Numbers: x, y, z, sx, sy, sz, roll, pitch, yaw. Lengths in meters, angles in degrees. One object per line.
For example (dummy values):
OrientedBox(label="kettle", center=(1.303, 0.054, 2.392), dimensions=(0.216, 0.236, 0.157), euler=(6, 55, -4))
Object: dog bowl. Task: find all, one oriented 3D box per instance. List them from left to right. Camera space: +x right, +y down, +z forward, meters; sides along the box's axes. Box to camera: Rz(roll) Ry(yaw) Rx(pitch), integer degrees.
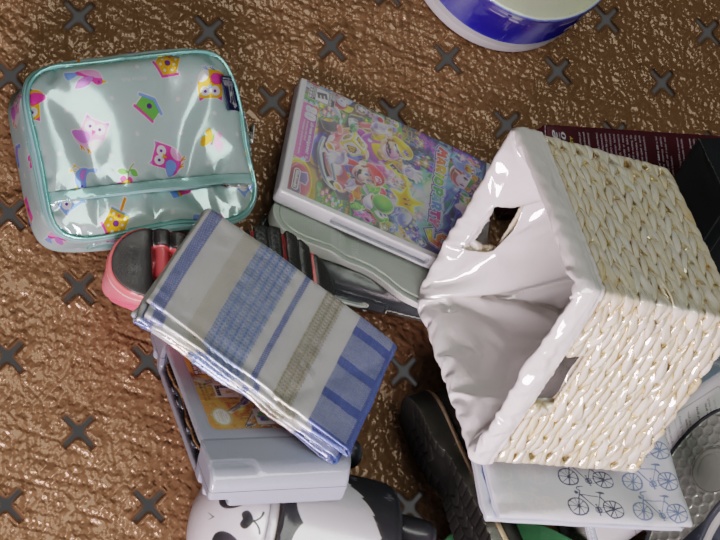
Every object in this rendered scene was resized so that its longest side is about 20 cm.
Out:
OrientedBox(label="dog bowl", center=(0.145, -0.314, 1.662), dimensions=(0.198, 0.079, 0.203), euler=(6, 74, -22))

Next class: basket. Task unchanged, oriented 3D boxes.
OrientedBox(label="basket", center=(0.169, 0.028, 1.417), dimensions=(0.159, 0.199, 0.201), euler=(10, 40, -25))

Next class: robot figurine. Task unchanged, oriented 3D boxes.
OrientedBox(label="robot figurine", center=(-0.040, 0.219, 1.418), dimensions=(0.198, 0.126, 0.151), euler=(15, 29, -15))

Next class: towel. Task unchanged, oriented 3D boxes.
OrientedBox(label="towel", center=(-0.071, 0.049, 1.384), dimensions=(0.199, 0.024, 0.147), euler=(36, 41, -8))

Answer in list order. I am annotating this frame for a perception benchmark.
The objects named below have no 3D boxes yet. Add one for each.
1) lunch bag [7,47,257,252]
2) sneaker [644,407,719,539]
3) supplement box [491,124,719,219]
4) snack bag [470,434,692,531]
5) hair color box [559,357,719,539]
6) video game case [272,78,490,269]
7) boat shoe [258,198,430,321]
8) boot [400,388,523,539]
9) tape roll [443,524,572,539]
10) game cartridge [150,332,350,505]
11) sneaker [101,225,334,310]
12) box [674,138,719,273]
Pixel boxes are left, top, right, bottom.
OrientedBox(label="lunch bag", center=(-0.183, -0.095, 1.467), dimensions=(0.198, 0.077, 0.162), euler=(-8, 80, -25))
OrientedBox(label="sneaker", center=(0.316, 0.228, 1.559), dimensions=(0.146, 0.077, 0.204), euler=(27, 86, -47))
OrientedBox(label="supplement box", center=(0.232, -0.085, 1.625), dimensions=(0.198, 0.109, 0.062), euler=(1, 75, -24))
OrientedBox(label="snack bag", center=(0.171, 0.128, 1.479), dimensions=(0.186, 0.021, 0.202), euler=(6, 48, -20))
OrientedBox(label="hair color box", center=(0.260, 0.159, 1.581), dimensions=(0.199, 0.060, 0.100), euler=(-28, 115, -27))
OrientedBox(label="video game case", center=(0.024, -0.078, 1.554), dimensions=(0.198, 0.018, 0.144), euler=(23, 46, -16))
OrientedBox(label="boat shoe", center=(0.000, 0.000, 1.534), dimensions=(0.199, 0.060, 0.076), euler=(27, 40, -13))
OrientedBox(label="boot", center=(0.135, 0.170, 1.477), dimensions=(0.137, 0.078, 0.201), euler=(-14, 61, -22))
OrientedBox(label="tape roll", center=(0.138, 0.299, 1.467), dimensions=(0.198, 0.048, 0.202), euler=(15, 42, -14))
OrientedBox(label="game cartridge", center=(-0.084, 0.107, 1.416), dimensions=(0.132, 0.042, 0.201), euler=(-4, 37, -21))
OrientedBox(label="sneaker", center=(-0.120, 0.007, 1.463), dimensions=(0.198, 0.087, 0.075), euler=(7, 70, -21))
OrientedBox(label="box", center=(0.331, -0.024, 1.595), dimensions=(0.140, 0.201, 0.079), euler=(-3, 52, -25))
